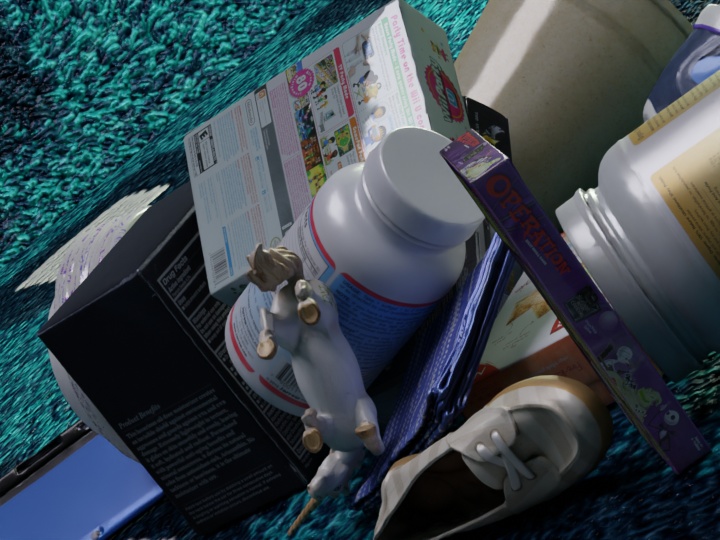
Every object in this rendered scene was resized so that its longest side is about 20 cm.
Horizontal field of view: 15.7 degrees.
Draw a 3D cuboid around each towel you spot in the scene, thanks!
[{"bbox_3d":[0.045,0.062,1.640,0.200,0.024,0.145,125,168,-61],"label":"towel"}]

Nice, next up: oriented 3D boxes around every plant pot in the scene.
[{"bbox_3d":[0.138,-0.121,1.960,0.184,0.200,0.200,-53,16,-15],"label":"plant pot"}]

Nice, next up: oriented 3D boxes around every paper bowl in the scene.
[{"bbox_3d":[-0.168,0.057,2.059,0.104,0.201,0.201,-21,19,31],"label":"paper bowl"}]

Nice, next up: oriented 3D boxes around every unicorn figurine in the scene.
[{"bbox_3d":[-0.024,0.077,1.640,0.074,0.201,0.137,-5,4,3],"label":"unicorn figurine"}]

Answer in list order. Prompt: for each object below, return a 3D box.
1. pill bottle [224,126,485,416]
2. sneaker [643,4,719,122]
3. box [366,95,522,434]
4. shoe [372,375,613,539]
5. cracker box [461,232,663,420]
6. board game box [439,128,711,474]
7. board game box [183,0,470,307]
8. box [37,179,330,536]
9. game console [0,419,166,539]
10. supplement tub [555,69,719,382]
[{"bbox_3d":[0.000,0.000,1.713,0.200,0.109,0.109,-51,1,39],"label":"pill bottle"},{"bbox_3d":[0.266,-0.090,1.754,0.200,0.080,0.147,31,94,54],"label":"sneaker"},{"bbox_3d":[0.039,0.000,1.827,0.158,0.048,0.200,-29,51,37],"label":"box"},{"bbox_3d":[0.073,0.120,1.507,0.200,0.070,0.053,-35,10,49],"label":"shoe"},{"bbox_3d":[0.149,0.023,1.656,0.134,0.058,0.200,-30,15,33],"label":"cracker box"},{"bbox_3d":[0.117,0.015,1.446,0.032,0.200,0.120,-35,13,5],"label":"board game box"},{"bbox_3d":[-0.022,-0.076,1.823,0.200,0.064,0.148,-30,52,25],"label":"board game box"},{"bbox_3d":[-0.102,0.050,1.929,0.123,0.199,0.200,-28,15,34],"label":"box"},{"bbox_3d":[-0.229,0.199,2.163,0.200,0.118,0.171,-36,-18,6],"label":"game console"},{"bbox_3d":[0.225,-0.042,1.480,0.200,0.145,0.144,-35,13,9],"label":"supplement tub"}]
